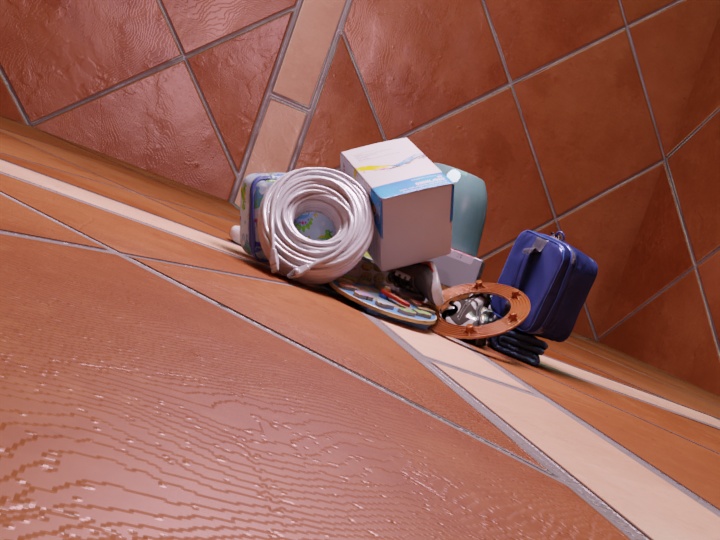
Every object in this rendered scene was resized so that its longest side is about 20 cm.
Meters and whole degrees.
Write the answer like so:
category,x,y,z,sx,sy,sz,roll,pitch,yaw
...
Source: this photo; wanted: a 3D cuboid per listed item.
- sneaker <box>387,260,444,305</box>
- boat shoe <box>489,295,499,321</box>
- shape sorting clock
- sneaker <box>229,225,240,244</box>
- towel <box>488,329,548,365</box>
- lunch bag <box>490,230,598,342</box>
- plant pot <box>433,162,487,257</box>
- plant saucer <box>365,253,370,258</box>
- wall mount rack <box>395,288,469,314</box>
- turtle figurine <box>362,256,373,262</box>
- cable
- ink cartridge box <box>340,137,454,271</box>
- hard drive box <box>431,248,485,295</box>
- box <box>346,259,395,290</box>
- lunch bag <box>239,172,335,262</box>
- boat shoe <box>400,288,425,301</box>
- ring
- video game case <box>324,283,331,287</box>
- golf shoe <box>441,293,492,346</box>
category,x,y,z,sx,sy,sz,roll,pitch,yaw
sneaker,0.094,0.017,1.363,0.080,0.079,0.200,-17,24,-7
boat shoe,0.269,0.089,1.586,0.065,0.072,0.200,5,-15,-3
shape sorting clock,0.039,0.046,1.271,0.196,0.040,0.200,23,7,-3
sneaker,-0.175,-0.080,1.480,0.196,0.082,0.070,8,8,29
towel,0.305,0.138,1.476,0.110,0.050,0.200,21,4,6
lunch bag,0.345,0.022,1.414,0.130,0.204,0.135,14,11,-37
plant pot,0.190,-0.140,1.640,0.197,0.164,0.201,20,3,-1
plant saucer,0.023,-0.025,1.676,0.195,0.032,0.201,7,30,-4
wall mount rack,0.141,0.054,1.559,0.197,0.076,0.173,21,1,-29
turtle figurine,-0.066,-0.055,1.546,0.190,0.204,0.144,-17,18,12
cable,-0.075,-0.076,1.249,0.196,0.204,0.070,-11,-25,-14
ink cartridge box,0.062,-0.125,1.354,0.142,0.150,0.201,-14,37,-17
hard drive box,0.184,-0.010,1.606,0.153,0.078,0.200,22,4,10
box,0.000,0.000,1.406,0.038,0.042,0.198,25,4,41
lunch bag,-0.120,-0.095,1.362,0.196,0.165,0.082,-2,11,-28
boat shoe,0.081,0.032,1.724,0.197,0.074,0.067,22,-23,20
ring,0.204,0.064,1.330,0.195,0.020,0.201,-8,25,3
video game case,-0.033,0.019,1.448,0.178,0.026,0.200,20,4,-24
golf shoe,0.202,0.075,1.415,0.092,0.080,0.200,10,14,7
